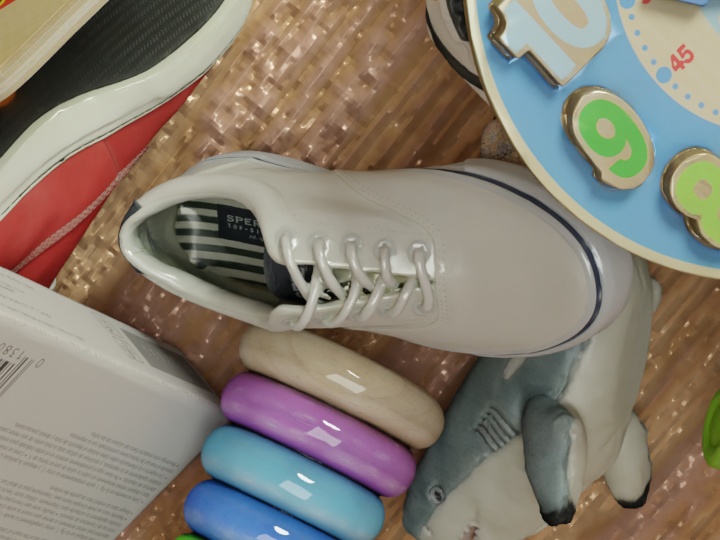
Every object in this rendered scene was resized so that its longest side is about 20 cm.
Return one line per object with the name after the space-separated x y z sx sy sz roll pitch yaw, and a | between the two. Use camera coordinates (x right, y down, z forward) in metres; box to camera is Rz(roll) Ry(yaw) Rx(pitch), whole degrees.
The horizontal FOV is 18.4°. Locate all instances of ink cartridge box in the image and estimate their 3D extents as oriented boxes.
-0.159 0.082 0.800 0.176 0.200 0.045 -47 62 6 | ink cartridge box

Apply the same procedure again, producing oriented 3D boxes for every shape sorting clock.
0.129 -0.094 0.677 0.198 0.039 0.202 -1 100 -5 | shape sorting clock

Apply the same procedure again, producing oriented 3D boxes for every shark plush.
0.065 0.014 0.853 0.083 0.091 0.202 12 107 28 | shark plush

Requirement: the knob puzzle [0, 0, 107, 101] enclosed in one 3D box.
-0.122 -0.108 0.771 0.219 0.220 0.031 -34 124 6 | knob puzzle

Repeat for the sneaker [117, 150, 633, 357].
0.000 0.000 0.796 0.199 0.071 0.074 6 113 36 | sneaker

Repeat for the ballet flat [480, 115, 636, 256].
0.144 -0.036 0.803 0.198 0.068 0.068 -6 83 6 | ballet flat

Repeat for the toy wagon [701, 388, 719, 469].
0.208 0.065 0.839 0.154 0.040 0.201 13 136 -10 | toy wagon

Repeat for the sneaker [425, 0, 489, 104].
0.106 -0.052 0.745 0.200 0.080 0.074 38 84 -11 | sneaker

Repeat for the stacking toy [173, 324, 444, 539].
-0.044 0.125 0.834 0.085 0.085 0.201 25 83 -5 | stacking toy

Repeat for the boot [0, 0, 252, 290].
-0.117 -0.032 0.844 0.072 0.145 0.200 35 63 21 | boot
